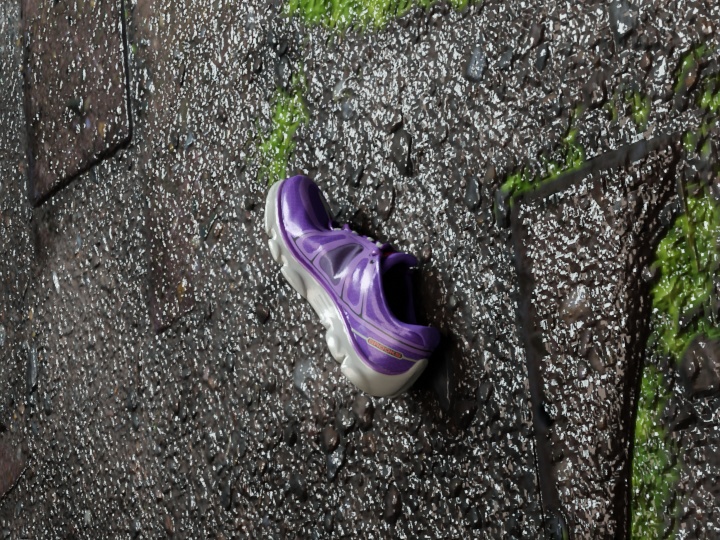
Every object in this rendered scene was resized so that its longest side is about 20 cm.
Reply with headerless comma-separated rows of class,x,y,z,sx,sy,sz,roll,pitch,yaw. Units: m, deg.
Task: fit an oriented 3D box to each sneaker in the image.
sneaker,0.000,0.000,1.062,0.083,0.080,0.201,-45,58,19
